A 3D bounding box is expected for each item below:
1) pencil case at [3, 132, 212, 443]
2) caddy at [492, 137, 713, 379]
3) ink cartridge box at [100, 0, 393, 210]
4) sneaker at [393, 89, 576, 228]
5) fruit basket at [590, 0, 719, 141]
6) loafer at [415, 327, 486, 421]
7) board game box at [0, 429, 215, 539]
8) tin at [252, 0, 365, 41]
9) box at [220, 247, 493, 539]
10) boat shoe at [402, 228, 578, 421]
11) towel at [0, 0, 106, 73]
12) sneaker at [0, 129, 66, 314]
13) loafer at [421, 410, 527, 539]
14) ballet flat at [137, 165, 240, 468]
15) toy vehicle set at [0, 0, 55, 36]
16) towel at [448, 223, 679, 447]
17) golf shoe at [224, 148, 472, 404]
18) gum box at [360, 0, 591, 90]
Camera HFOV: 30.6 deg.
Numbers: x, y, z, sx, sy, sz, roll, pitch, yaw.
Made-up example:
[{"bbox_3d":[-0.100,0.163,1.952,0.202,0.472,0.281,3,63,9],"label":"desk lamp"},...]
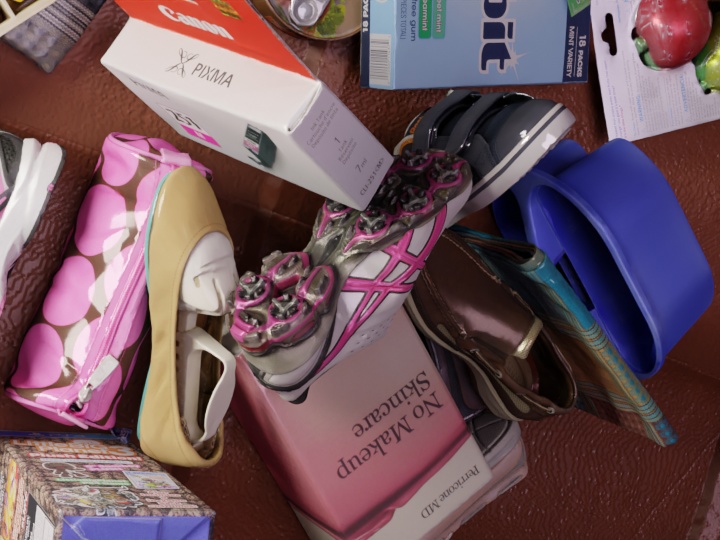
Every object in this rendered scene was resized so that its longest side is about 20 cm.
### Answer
[{"bbox_3d":[-0.165,0.007,0.885,0.090,0.094,0.202,20,86,-15],"label":"pencil case"},{"bbox_3d":[0.181,-0.008,1.026,0.105,0.141,0.201,-39,110,-19],"label":"caddy"},{"bbox_3d":[-0.096,-0.123,0.817,0.044,0.199,0.173,-57,138,-8],"label":"ink cartridge box"},{"bbox_3d":[0.076,-0.088,0.935,0.080,0.200,0.078,48,67,-4],"label":"sneaker"},{"bbox_3d":[0.279,-0.215,1.090,0.197,0.094,0.188,-14,102,-8],"label":"fruit basket"},{"bbox_3d":[0.042,0.039,1.005,0.063,0.072,0.201,-38,114,-13],"label":"loafer"},{"bbox_3d":[-0.179,0.204,0.845,0.096,0.199,0.162,5,95,-27],"label":"board game box"},{"bbox_3d":[-0.015,-0.264,0.956,0.111,0.042,0.202,23,86,-22],"label":"tin"},{"bbox_3d":[-0.014,0.098,0.962,0.127,0.109,0.201,-36,110,-18],"label":"box"},{"bbox_3d":[0.099,0.037,0.953,0.202,0.074,0.075,48,61,-38],"label":"boat shoe"},{"bbox_3d":[-0.231,-0.262,0.861,0.199,0.034,0.194,37,83,-27],"label":"towel"},{"bbox_3d":[-0.268,-0.003,0.856,0.086,0.080,0.202,23,78,-14],"label":"sneaker"},{"bbox_3d":[0.058,0.193,1.034,0.199,0.072,0.063,-38,118,-20],"label":"loafer"},{"bbox_3d":[-0.103,0.034,0.858,0.068,0.062,0.203,-20,121,-54],"label":"ballet flat"},{"bbox_3d":[-0.275,-0.191,0.818,0.199,0.026,0.125,-37,113,-15],"label":"toy vehicle set"},{"bbox_3d":[0.150,0.050,1.014,0.022,0.146,0.201,-44,113,-12],"label":"towel"},{"bbox_3d":[0.000,0.000,0.867,0.200,0.072,0.093,-41,135,-17],"label":"golf shoe"},{"bbox_3d":[0.091,-0.224,0.982,0.198,0.044,0.172,-7,104,-37],"label":"gum box"}]
